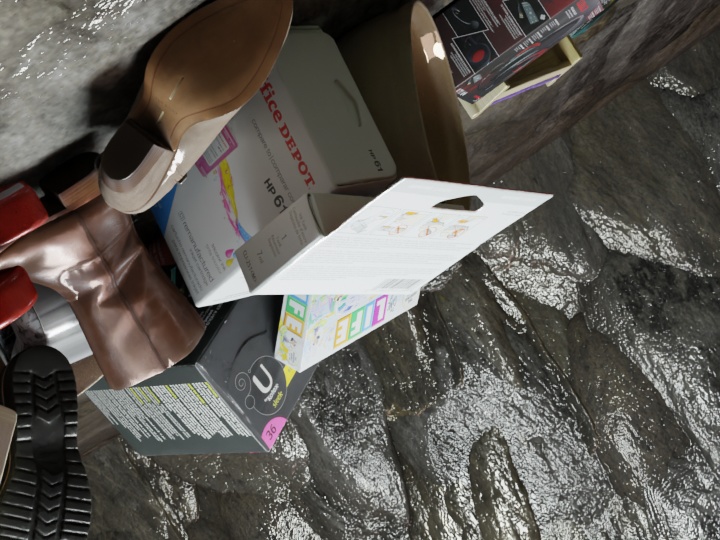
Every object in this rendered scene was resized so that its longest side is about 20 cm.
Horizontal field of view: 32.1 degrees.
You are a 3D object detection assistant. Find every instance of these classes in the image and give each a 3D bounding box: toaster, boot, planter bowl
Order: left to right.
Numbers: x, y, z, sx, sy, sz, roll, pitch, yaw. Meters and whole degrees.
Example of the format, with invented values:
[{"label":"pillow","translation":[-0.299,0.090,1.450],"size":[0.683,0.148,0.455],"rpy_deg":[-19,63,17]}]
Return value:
[{"label":"boot","translation":[-0.283,0.177,1.026],"size":[0.077,0.203,0.138],"rpy_deg":[15,155,-35]},{"label":"toaster","translation":[-0.259,0.017,1.091],"size":[0.128,0.115,0.200],"rpy_deg":[-28,174,-26]},{"label":"boot","translation":[-0.231,0.035,0.989],"size":[0.185,0.202,0.064],"rpy_deg":[-34,-143,-14]},{"label":"boot","translation":[-0.121,-0.123,0.919],"size":[0.200,0.070,0.146],"rpy_deg":[-43,-179,3]},{"label":"planter bowl","translation":[0.012,-0.126,1.127],"size":[0.133,0.204,0.200],"rpy_deg":[-11,180,15]}]

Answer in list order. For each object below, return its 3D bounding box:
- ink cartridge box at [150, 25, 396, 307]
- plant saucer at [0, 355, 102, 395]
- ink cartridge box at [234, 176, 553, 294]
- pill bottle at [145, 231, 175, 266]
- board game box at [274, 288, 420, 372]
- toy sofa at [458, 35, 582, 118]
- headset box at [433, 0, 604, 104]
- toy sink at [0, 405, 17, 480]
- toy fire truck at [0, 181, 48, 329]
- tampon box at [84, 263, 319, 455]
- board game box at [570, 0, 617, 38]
[{"label":"ink cartridge box","translation":[-0.083,-0.084,1.031],"size":[0.199,0.146,0.084],"rpy_deg":[-37,164,37]},{"label":"plant saucer","translation":[-0.296,0.062,1.252],"size":[0.198,0.035,0.201],"rpy_deg":[-25,-148,17]},{"label":"ink cartridge box","translation":[0.028,-0.037,0.978],"size":[0.173,0.044,0.198],"rpy_deg":[-37,156,34]},{"label":"pill bottle","translation":[-0.213,0.020,1.393],"size":[0.199,0.113,0.112],"rpy_deg":[-35,175,16]},{"label":"board game box","translation":[0.000,0.000,1.209],"size":[0.199,0.034,0.136],"rpy_deg":[-28,136,-49]},{"label":"toy sofa","translation":[0.171,-0.244,1.501],"size":[0.097,0.083,0.199],"rpy_deg":[-39,173,41]},{"label":"headset box","translation":[0.166,-0.266,1.305],"size":[0.199,0.076,0.148],"rpy_deg":[-35,174,13]},{"label":"toy sink","translation":[-0.376,0.143,0.917],"size":[0.130,0.198,0.113],"rpy_deg":[-38,-144,46]},{"label":"toy fire truck","translation":[-0.300,-0.003,0.800],"size":[0.198,0.113,0.168],"rpy_deg":[-31,-161,-15]},{"label":"tampon box","translation":[-0.157,0.085,1.237],"size":[0.198,0.127,0.151],"rpy_deg":[-7,-140,41]},{"label":"board game box","translation":[0.294,-0.347,1.615],"size":[0.134,0.028,0.200],"rpy_deg":[-30,174,-34]}]
